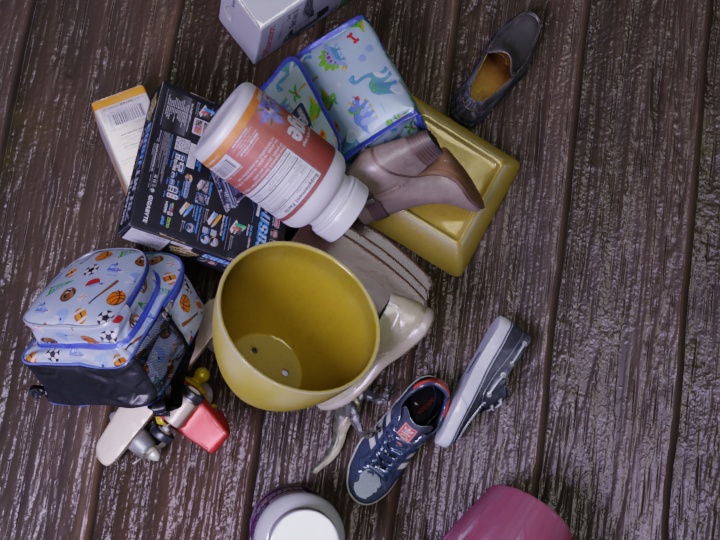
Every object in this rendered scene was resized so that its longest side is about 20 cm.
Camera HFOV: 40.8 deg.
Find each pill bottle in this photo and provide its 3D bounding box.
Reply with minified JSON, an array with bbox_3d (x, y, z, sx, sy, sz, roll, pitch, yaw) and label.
[{"bbox_3d":[-0.091,-0.125,1.172,0.199,0.112,0.113,36,77,-19],"label":"pill bottle"},{"bbox_3d":[-0.078,0.327,1.195,0.111,0.200,0.113,1,82,-9],"label":"pill bottle"}]

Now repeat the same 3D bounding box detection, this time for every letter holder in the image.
[{"bbox_3d":[0.000,0.000,1.307,0.199,0.101,0.143,36,76,-3],"label":"letter holder"}]

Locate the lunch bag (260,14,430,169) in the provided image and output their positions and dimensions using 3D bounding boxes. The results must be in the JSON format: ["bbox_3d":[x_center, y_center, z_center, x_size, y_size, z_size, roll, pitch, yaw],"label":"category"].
[{"bbox_3d":[-0.033,-0.216,1.313,0.199,0.127,0.171,-29,74,9],"label":"lunch bag"}]

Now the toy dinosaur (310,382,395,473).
[{"bbox_3d":[-0.007,0.182,1.297,0.088,0.047,0.202,10,87,28],"label":"toy dinosaur"}]

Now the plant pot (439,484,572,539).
[{"bbox_3d":[0.176,0.387,1.246,0.200,0.200,0.179,39,62,-2],"label":"plant pot"}]

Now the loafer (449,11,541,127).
[{"bbox_3d":[0.206,-0.297,1.397,0.073,0.072,0.201,32,77,-3],"label":"loafer"}]

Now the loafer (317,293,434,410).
[{"bbox_3d":[0.006,0.098,1.219,0.068,0.076,0.200,45,110,-7],"label":"loafer"}]

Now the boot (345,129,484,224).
[{"bbox_3d":[0.063,-0.106,1.290,0.146,0.200,0.071,-31,47,17],"label":"boot"}]

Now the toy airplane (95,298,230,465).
[{"bbox_3d":[-0.247,0.145,1.240,0.199,0.141,0.201,-12,67,22],"label":"toy airplane"}]

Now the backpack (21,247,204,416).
[{"bbox_3d":[-0.283,0.059,1.133,0.198,0.155,0.191,3,36,22],"label":"backpack"}]

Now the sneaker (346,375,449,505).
[{"bbox_3d":[0.051,0.223,1.291,0.075,0.085,0.201,35,78,-3],"label":"sneaker"}]

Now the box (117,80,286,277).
[{"bbox_3d":[-0.182,-0.107,1.203,0.197,0.050,0.202,20,65,-28],"label":"box"}]

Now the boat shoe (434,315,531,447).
[{"bbox_3d":[0.172,0.162,1.331,0.068,0.072,0.201,32,71,-2],"label":"boat shoe"}]

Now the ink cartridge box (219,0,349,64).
[{"bbox_3d":[-0.088,-0.386,1.324,0.199,0.146,0.084,-37,90,-12],"label":"ink cartridge box"}]

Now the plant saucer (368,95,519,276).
[{"bbox_3d":[0.107,-0.126,1.369,0.199,0.048,0.201,30,78,-3],"label":"plant saucer"}]

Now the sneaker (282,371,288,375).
[{"bbox_3d":[-0.108,0.089,1.302,0.073,0.084,0.201,-34,109,-40],"label":"sneaker"}]

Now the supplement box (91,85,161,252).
[{"bbox_3d":[-0.275,-0.122,1.265,0.073,0.126,0.201,-23,87,-13],"label":"supplement box"}]

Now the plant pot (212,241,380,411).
[{"bbox_3d":[-0.095,0.087,1.153,0.199,0.142,0.201,14,52,-19],"label":"plant pot"}]
